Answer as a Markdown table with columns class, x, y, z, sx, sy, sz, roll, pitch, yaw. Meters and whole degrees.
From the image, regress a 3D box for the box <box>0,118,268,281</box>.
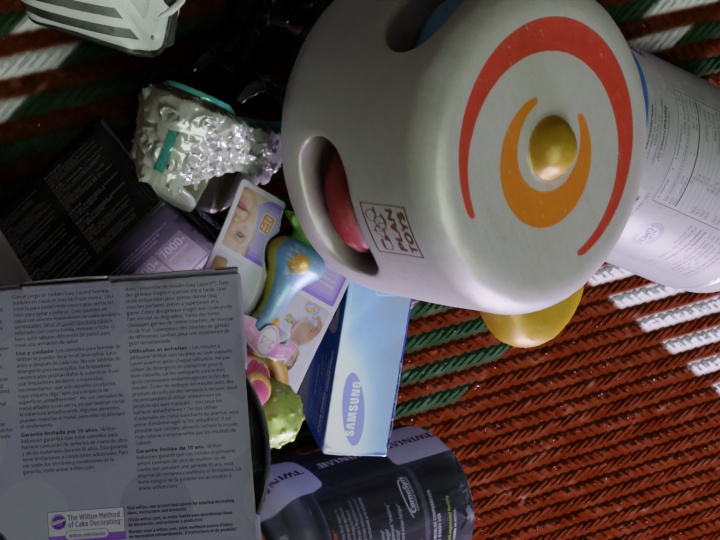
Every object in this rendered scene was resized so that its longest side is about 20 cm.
| class | x | y | z | sx | sy | sz | roll | pitch | yaw |
| --- | --- | --- | --- | --- | --- | --- | --- | --- | --- |
| box | -0.159 | 0.039 | 1.724 | 0.200 | 0.086 | 0.164 | -44 | 140 | 5 |

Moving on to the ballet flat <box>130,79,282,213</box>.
| class | x | y | z | sx | sy | sz | roll | pitch | yaw |
| --- | --- | --- | --- | --- | --- | --- | --- | --- | --- |
| ballet flat | -0.088 | -0.065 | 1.646 | 0.072 | 0.072 | 0.200 | -45 | 170 | 7 |

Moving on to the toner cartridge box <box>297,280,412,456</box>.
| class | x | y | z | sx | sy | sz | roll | pitch | yaw |
| --- | --- | --- | --- | --- | --- | --- | --- | --- | --- |
| toner cartridge box | 0.000 | 0.000 | 1.767 | 0.043 | 0.095 | 0.201 | 2 | 113 | -15 |

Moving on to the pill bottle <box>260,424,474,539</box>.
| class | x | y | z | sx | sy | sz | roll | pitch | yaw |
| --- | --- | --- | --- | --- | --- | --- | --- | --- | --- |
| pill bottle | -0.028 | 0.168 | 1.904 | 0.200 | 0.106 | 0.107 | -12 | 135 | -46 |

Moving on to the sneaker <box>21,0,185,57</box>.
| class | x | y | z | sx | sy | sz | roll | pitch | yaw |
| --- | --- | --- | --- | --- | --- | --- | --- | --- | --- |
| sneaker | -0.093 | -0.183 | 1.560 | 0.200 | 0.076 | 0.116 | -20 | 122 | -9 |

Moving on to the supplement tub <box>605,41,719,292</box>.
| class | x | y | z | sx | sy | sz | roll | pitch | yaw |
| --- | --- | --- | --- | --- | --- | --- | --- | --- | --- |
| supplement tub | 0.165 | -0.069 | 1.840 | 0.200 | 0.132 | 0.132 | 20 | 113 | -47 |

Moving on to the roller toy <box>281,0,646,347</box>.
| class | x | y | z | sx | sy | sz | roll | pitch | yaw |
| --- | --- | --- | --- | --- | --- | --- | --- | --- | --- |
| roller toy | 0.061 | -0.069 | 1.613 | 0.182 | 0.139 | 0.201 | 17 | 85 | -44 |

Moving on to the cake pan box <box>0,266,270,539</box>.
| class | x | y | z | sx | sy | sz | roll | pitch | yaw |
| --- | --- | --- | --- | --- | --- | --- | --- | --- | --- |
| cake pan box | -0.146 | 0.097 | 1.573 | 0.199 | 0.185 | 0.052 | -5 | 173 | -5 |

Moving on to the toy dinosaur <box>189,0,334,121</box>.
| class | x | y | z | sx | sy | sz | roll | pitch | yaw |
| --- | --- | --- | --- | --- | --- | --- | --- | --- | --- |
| toy dinosaur | -0.028 | -0.153 | 1.668 | 0.199 | 0.102 | 0.136 | 24 | 97 | -24 |

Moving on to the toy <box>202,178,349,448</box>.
| class | x | y | z | sx | sy | sz | roll | pitch | yaw |
| --- | --- | --- | --- | --- | --- | --- | --- | --- | --- |
| toy | -0.061 | 0.063 | 1.647 | 0.115 | 0.047 | 0.201 | 30 | 79 | -48 |

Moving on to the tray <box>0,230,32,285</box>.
| class | x | y | z | sx | sy | sz | roll | pitch | yaw |
| --- | --- | --- | --- | --- | --- | --- | --- | --- | --- |
| tray | -0.225 | 0.034 | 1.614 | 0.107 | 0.200 | 0.022 | -31 | 174 | -10 |
